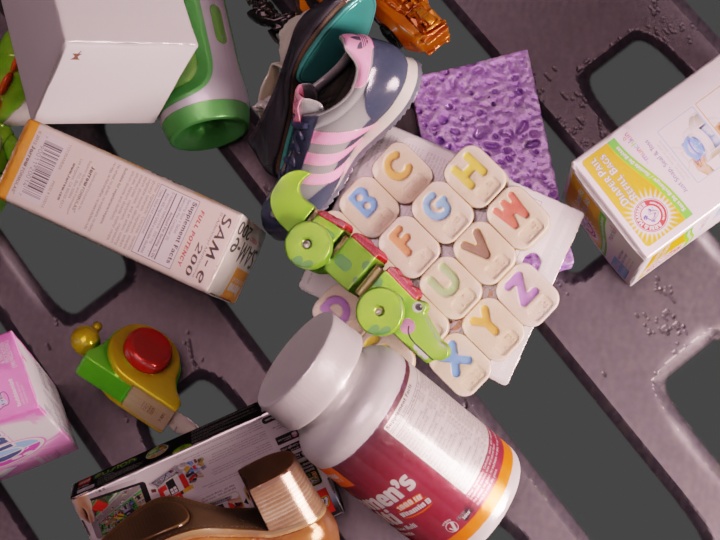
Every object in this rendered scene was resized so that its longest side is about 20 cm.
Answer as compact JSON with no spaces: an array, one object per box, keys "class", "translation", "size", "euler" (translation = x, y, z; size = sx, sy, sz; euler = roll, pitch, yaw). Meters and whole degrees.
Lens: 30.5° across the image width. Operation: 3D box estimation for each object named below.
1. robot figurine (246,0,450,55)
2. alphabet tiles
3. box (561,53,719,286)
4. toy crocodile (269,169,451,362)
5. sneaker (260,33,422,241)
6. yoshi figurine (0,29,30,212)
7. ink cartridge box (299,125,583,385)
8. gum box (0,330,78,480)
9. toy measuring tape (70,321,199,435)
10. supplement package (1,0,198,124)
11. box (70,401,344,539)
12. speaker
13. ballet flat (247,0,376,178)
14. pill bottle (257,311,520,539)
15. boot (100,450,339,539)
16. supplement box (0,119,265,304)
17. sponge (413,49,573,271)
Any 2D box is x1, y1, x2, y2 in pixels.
[{"class":"robot figurine","translation":[-0.019,-0.251,1.193],"size":[0.145,0.058,0.200],"euler":[-42,73,-6]},{"class":"alphabet tiles","translation":[0.058,-0.003,1.093],"size":[0.200,0.015,0.196],"euler":[-46,79,5]},{"class":"box","translation":[0.279,-0.092,1.109],"size":[0.199,0.113,0.102],"euler":[-35,78,-4]},{"class":"toy crocodile","translation":[0.000,0.000,1.063],"size":[0.200,0.067,0.062],"euler":[43,94,12]},{"class":"sneaker","translation":[-0.038,-0.115,1.105],"size":[0.200,0.082,0.070],"euler":[-51,35,20]},{"class":"yoshi figurine","translation":[-0.328,-0.121,1.187],"size":[0.112,0.112,0.201],"euler":[29,93,46]},{"class":"ink cartridge box","translation":[0.068,-0.017,1.124],"size":[0.199,0.050,0.163],"euler":[25,91,9]},{"class":"gum box","translation":[-0.303,0.122,1.061],"size":[0.113,0.200,0.067],"euler":[-22,75,-9]},{"class":"toy measuring tape","translation":[-0.158,0.103,1.128],"size":[0.199,0.074,0.074],"euler":[34,80,-5]},{"class":"supplement package","translation":[-0.232,-0.239,1.118],"size":[0.116,0.117,0.202],"euler":[-4,64,-32]},{"class":"box","translation":[-0.125,0.188,1.086],"size":[0.199,0.035,0.111],"euler":[-23,106,-2]},{"class":"speaker","translation":[-0.156,-0.214,1.187],"size":[0.088,0.089,0.202],"euler":[-14,75,1]},{"class":"ballet flat","translation":[-0.051,-0.171,1.133],"size":[0.072,0.201,0.073],"euler":[16,36,-12]},{"class":"pill bottle","translation":[0.022,0.129,1.038],"size":[0.200,0.109,0.110],"euler":[40,81,-16]},{"class":"boot","translation":[-0.108,0.248,1.056],"size":[0.199,0.077,0.156],"euler":[-25,110,-9]},{"class":"supplement box","translation":[-0.190,-0.048,1.118],"size":[0.199,0.126,0.074],"euler":[24,87,6]},{"class":"sponge","translation":[0.114,-0.088,1.162],"size":[0.110,0.030,0.202],"euler":[-11,76,3]}]
